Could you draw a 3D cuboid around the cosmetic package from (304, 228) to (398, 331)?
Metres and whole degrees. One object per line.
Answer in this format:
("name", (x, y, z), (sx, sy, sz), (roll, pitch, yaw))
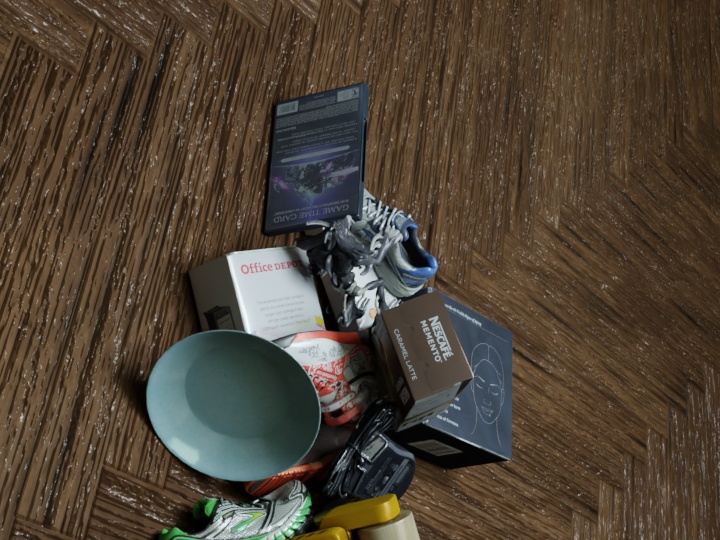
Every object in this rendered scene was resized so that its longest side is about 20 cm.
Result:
("cosmetic package", (-0.017, -0.019, 1.480), (0.082, 0.050, 0.203), (-18, 85, -35))

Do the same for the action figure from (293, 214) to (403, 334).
("action figure", (-0.011, -0.012, 1.349), (0.201, 0.117, 0.103), (69, 36, -45))

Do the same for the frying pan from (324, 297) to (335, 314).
("frying pan", (-0.005, -0.017, 1.537), (0.189, 0.031, 0.117), (-21, 91, -53))

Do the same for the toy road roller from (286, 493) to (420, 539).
("toy road roller", (-0.031, 0.352, 1.235), (0.146, 0.197, 0.125), (-13, 85, -72))

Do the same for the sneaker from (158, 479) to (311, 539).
("sneaker", (-0.138, 0.286, 1.210), (0.198, 0.078, 0.086), (-24, 90, -39))

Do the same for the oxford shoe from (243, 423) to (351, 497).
("oxford shoe", (-0.081, 0.231, 1.335), (0.199, 0.071, 0.073), (-3, 59, -54))

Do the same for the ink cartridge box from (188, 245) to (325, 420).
("ink cartridge box", (-0.116, 0.081, 1.323), (0.147, 0.085, 0.203), (-6, 79, -52))

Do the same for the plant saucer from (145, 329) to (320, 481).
("plant saucer", (-0.140, 0.145, 1.203), (0.202, 0.199, 0.039), (53, 21, -20))

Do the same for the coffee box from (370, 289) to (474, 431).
("coffee box", (0.068, 0.116, 1.312), (0.079, 0.200, 0.116), (-20, 75, -11))

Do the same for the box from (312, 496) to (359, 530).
("box", (-0.003, 0.397, 1.361), (0.075, 0.050, 0.203), (-24, 94, -50))

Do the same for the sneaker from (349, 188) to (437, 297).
("sneaker", (0.034, -0.060, 1.445), (0.200, 0.085, 0.077), (48, 51, -12))

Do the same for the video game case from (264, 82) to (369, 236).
("video game case", (-0.058, -0.150, 1.435), (0.019, 0.141, 0.203), (40, 47, -56))

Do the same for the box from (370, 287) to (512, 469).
("box", (0.116, 0.159, 1.532), (0.199, 0.123, 0.200), (28, 57, -39))

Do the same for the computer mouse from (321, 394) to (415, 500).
("computer mouse", (0.012, 0.236, 1.331), (0.139, 0.052, 0.200), (-52, 149, -11))

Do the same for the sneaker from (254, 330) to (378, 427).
("sneaker", (-0.045, 0.131, 1.269), (0.200, 0.067, 0.110), (2, 72, -55))
